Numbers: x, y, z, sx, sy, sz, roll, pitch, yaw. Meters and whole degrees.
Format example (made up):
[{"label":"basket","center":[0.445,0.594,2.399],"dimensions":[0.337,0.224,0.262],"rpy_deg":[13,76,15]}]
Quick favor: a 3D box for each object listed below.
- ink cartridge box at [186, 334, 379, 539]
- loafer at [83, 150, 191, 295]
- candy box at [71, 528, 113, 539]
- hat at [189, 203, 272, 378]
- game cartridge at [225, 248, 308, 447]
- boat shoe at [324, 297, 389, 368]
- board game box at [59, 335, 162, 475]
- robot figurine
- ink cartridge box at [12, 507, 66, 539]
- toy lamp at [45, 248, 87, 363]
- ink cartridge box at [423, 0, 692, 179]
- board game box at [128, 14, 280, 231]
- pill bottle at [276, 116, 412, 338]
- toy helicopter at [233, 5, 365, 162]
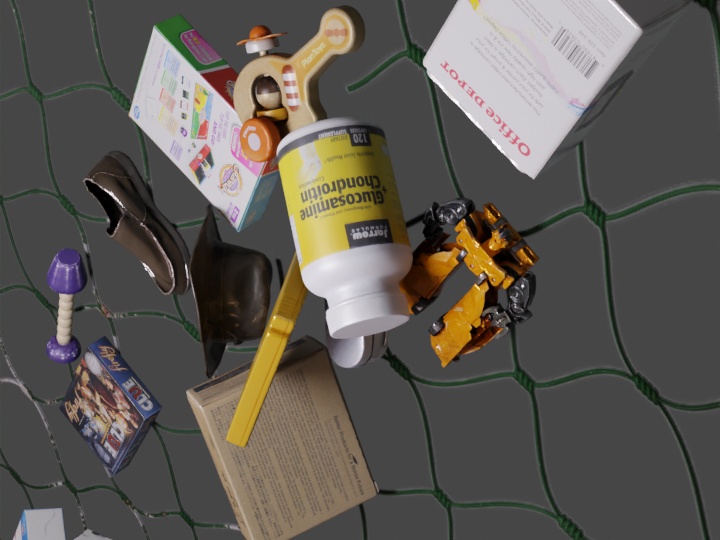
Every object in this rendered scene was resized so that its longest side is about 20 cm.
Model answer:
[{"label":"ink cartridge box","center":[-0.090,0.201,1.722],"dimensions":[0.075,0.164,0.201],"rpy_deg":[27,138,66]},{"label":"loafer","center":[-0.283,-0.049,1.842],"dimensions":[0.201,0.071,0.073],"rpy_deg":[57,143,0]},{"label":"candy box","center":[-0.399,0.533,2.408],"dimensions":[0.136,0.061,0.201],"rpy_deg":[9,122,46]},{"label":"hat","center":[-0.141,0.025,1.706],"dimensions":[0.080,0.201,0.202],"rpy_deg":[1,124,6]},{"label":"game cartridge","center":[-0.086,0.064,1.585],"dimensions":[0.032,0.201,0.177],"rpy_deg":[20,126,-4]},{"label":"boat shoe","center":[0.000,0.000,1.561],"dimensions":[0.073,0.065,0.202],"rpy_deg":[12,103,38]},{"label":"board game box","center":[-0.365,0.200,2.148],"dimensions":[0.136,0.035,0.200],"rpy_deg":[49,143,11]},{"label":"robot figurine","center":[0.104,0.008,1.458],"dimensions":[0.145,0.058,0.200],"rpy_deg":[50,144,8]},{"label":"ink cartridge box","center":[-0.549,0.497,2.509],"dimensions":[0.200,0.067,0.117],"rpy_deg":[122,141,-51]},{"label":"toy lamp","center":[-0.414,0.049,2.076],"dimensions":[0.058,0.058,0.201],"rpy_deg":[39,139,23]},{"label":"ink cartridge box","center":[0.158,-0.198,1.223],"dimensions":[0.148,0.085,0.200],"rpy_deg":[48,144,11]},{"label":"board game box","center":[-0.170,-0.163,1.656],"dimensions":[0.200,0.040,0.153],"rpy_deg":[47,142,14]},{"label":"pill bottle","center":[-0.011,-0.041,1.453],"dimensions":[0.112,0.111,0.202],"rpy_deg":[-31,68,53]},{"label":"toy helicopter","center":[-0.066,-0.209,1.498],"dimensions":[0.200,0.079,0.133],"rpy_deg":[-38,77,43]}]
